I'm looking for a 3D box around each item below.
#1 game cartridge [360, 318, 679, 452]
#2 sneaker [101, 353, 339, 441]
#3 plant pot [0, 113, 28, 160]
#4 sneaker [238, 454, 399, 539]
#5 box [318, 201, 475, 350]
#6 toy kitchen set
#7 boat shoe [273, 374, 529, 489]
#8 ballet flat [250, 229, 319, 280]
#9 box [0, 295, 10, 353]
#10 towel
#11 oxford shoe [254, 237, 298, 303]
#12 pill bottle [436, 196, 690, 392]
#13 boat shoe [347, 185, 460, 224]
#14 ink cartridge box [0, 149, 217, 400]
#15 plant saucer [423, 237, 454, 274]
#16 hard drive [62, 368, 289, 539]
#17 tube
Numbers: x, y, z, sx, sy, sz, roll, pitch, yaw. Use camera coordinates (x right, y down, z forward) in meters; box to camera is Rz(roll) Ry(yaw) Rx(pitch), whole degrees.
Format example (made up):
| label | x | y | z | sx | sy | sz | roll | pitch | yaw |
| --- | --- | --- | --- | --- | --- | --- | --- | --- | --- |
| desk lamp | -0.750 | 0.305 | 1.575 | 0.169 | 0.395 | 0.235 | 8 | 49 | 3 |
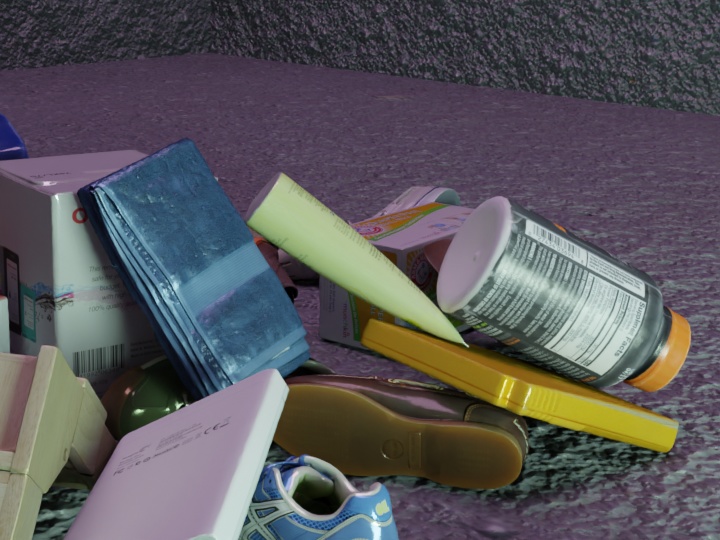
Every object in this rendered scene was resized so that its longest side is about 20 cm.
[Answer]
| label | x | y | z | sx | sy | sz | roll | pitch | yaw |
| --- | --- | --- | --- | --- | --- | --- | --- | --- | --- |
| game cartridge | 0.125 | 0.091 | 1.015 | 0.200 | 0.032 | 0.176 | 16 | 3 | -40 |
| sneaker | -0.099 | 0.099 | 1.012 | 0.090 | 0.067 | 0.200 | 10 | 13 | 43 |
| plant pot | -0.399 | -0.028 | 1.214 | 0.180 | 0.200 | 0.200 | -11 | 18 | -18 |
| sneaker | -0.049 | 0.150 | 0.818 | 0.200 | 0.077 | 0.076 | 11 | 19 | 38 |
| box | 0.057 | 0.004 | 1.297 | 0.101 | 0.113 | 0.200 | 12 | 19 | 36 |
| toy kitchen set | -0.264 | 0.150 | 0.803 | 0.163 | 0.181 | 0.200 | 6 | -24 | 4 |
| boat shoe | 0.027 | 0.117 | 0.968 | 0.200 | 0.071 | 0.070 | 13 | 23 | 7 |
| ballet flat | -0.097 | -0.015 | 1.474 | 0.200 | 0.068 | 0.062 | 8 | 44 | 33 |
| box | -0.400 | 0.068 | 1.016 | 0.200 | 0.107 | 0.152 | 12 | 18 | 32 |
| towel | -0.119 | 0.001 | 0.965 | 0.112 | 0.200 | 0.049 | -33 | 2 | -39 |
| oxford shoe | -0.103 | 0.021 | 1.334 | 0.073 | 0.071 | 0.200 | 23 | 19 | -2 |
| pill bottle | 0.170 | 0.028 | 1.043 | 0.200 | 0.106 | 0.106 | 27 | 8 | -18 |
| boat shoe | 0.019 | -0.031 | 1.401 | 0.086 | 0.075 | 0.202 | 15 | 49 | 40 |
| ink cartridge box | -0.215 | 0.012 | 1.064 | 0.147 | 0.200 | 0.146 | -9 | 19 | -36 |
| plant saucer | 0.147 | 0.027 | 1.173 | 0.200 | 0.037 | 0.200 | 34 | 12 | -8 |
| hard drive | -0.120 | 0.138 | 0.798 | 0.132 | 0.027 | 0.200 | -25 | 16 | 16 |
| tube | 0.000 | 0.000 | 1.024 | 0.200 | 0.052 | 0.058 | 36 | 40 | -13 |
